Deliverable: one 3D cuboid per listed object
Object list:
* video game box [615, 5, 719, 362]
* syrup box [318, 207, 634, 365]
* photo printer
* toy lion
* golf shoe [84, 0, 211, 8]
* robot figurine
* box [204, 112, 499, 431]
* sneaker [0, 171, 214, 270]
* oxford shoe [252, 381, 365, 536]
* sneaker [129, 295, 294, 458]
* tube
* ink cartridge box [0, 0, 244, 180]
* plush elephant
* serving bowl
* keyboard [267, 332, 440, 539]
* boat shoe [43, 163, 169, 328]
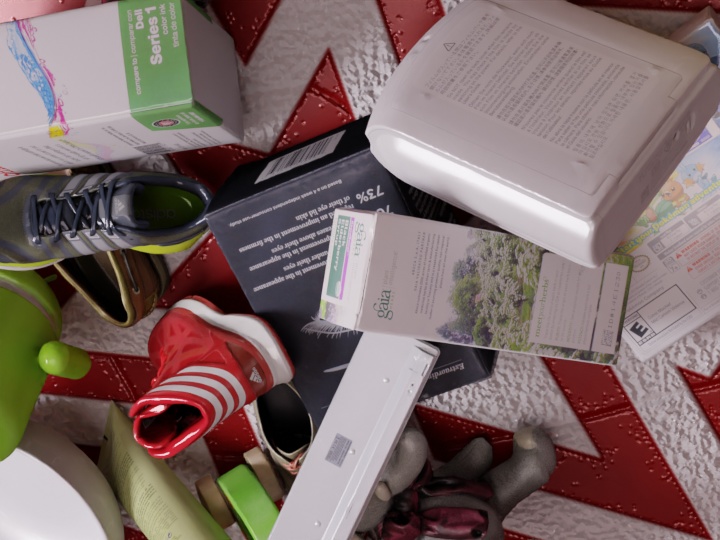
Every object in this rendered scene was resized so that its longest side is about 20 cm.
[{"bbox_3d":[0.227,-0.058,1.125,0.200,0.047,0.182,-37,104,24],"label":"video game box"},{"bbox_3d":[0.079,0.011,1.066,0.199,0.081,0.079,9,92,-20],"label":"syrup box"},{"bbox_3d":[0.114,-0.106,1.042,0.200,0.167,0.070,26,155,29],"label":"photo printer"},{"bbox_3d":[-0.048,0.259,1.243,0.068,0.192,0.201,-28,108,-11],"label":"toy lion"},{"bbox_3d":[-0.132,-0.240,1.116,0.200,0.072,0.092,-35,67,31],"label":"golf shoe"},{"bbox_3d":[-0.303,0.071,1.218,0.175,0.200,0.116,7,137,7],"label":"robot figurine"},{"bbox_3d":[0.000,0.000,1.166,0.147,0.104,0.201,-20,109,19],"label":"box"},{"bbox_3d":[-0.197,-0.045,1.147,0.199,0.081,0.074,-9,86,-23],"label":"sneaker"},{"bbox_3d":[-0.048,0.150,1.260,0.070,0.075,0.201,-16,110,17],"label":"oxford shoe"},{"bbox_3d":[-0.143,0.080,1.179,0.200,0.115,0.079,-8,113,61],"label":"sneaker"},{"bbox_3d":[-0.162,0.190,1.270,0.058,0.200,0.052,-46,140,-5],"label":"tube"},{"bbox_3d":[-0.198,-0.127,1.109,0.199,0.145,0.084,-9,84,9],"label":"ink cartridge box"},{"bbox_3d":[0.038,0.178,1.203,0.155,0.165,0.200,42,127,-21],"label":"plush elephant"},{"bbox_3d":[-0.281,0.193,1.322,0.199,0.066,0.201,15,130,18],"label":"serving bowl"},{"bbox_3d":[-0.009,0.134,1.132,0.056,0.011,0.201,27,100,15],"label":"keyboard"},{"bbox_3d":[-0.224,-0.045,1.213,0.072,0.068,0.200,-34,102,26],"label":"boat shoe"}]
